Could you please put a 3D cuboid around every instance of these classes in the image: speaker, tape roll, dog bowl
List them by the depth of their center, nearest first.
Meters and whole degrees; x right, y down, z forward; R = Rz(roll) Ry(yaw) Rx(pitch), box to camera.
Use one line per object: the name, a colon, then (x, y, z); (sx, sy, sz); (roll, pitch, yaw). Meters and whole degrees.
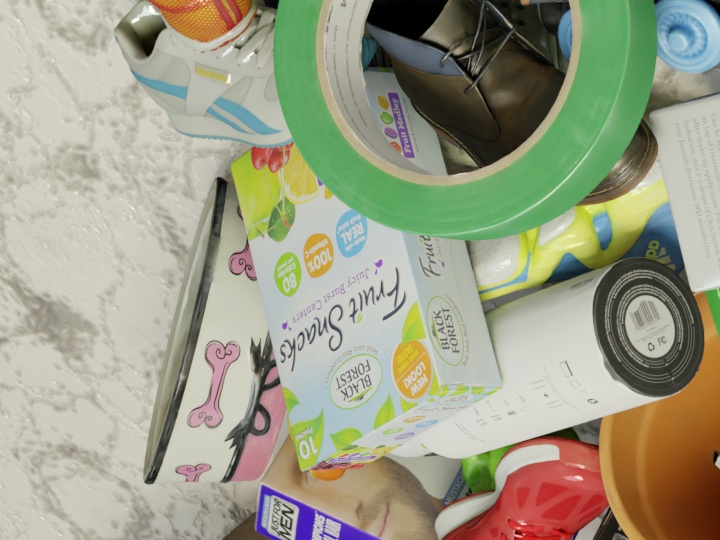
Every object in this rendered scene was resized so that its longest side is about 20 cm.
tape roll: (0.053, -0.117, 1.316); (0.199, 0.048, 0.202); (-1, 88, 26)
speaker: (0.105, 0.054, 1.461); (0.081, 0.081, 0.200); (46, 147, -13)
dog bowl: (-0.081, 0.046, 1.620); (0.073, 0.201, 0.201); (13, 138, -7)

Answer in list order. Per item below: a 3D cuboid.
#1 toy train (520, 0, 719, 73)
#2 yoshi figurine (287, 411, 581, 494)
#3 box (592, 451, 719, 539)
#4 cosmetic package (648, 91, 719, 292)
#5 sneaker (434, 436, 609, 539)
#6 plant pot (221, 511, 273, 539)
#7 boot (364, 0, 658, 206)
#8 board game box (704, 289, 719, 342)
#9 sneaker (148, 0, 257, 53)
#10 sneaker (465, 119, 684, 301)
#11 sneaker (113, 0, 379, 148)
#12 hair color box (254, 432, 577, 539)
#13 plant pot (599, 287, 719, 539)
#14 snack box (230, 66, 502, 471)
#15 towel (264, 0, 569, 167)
toy train: (0.175, -0.168, 1.336); (0.199, 0.087, 0.115); (0, 119, 35)
yoshi figurine: (0.059, 0.107, 1.614); (0.198, 0.113, 0.113); (-5, 112, 10)
box: (0.161, 0.193, 1.585); (0.050, 0.200, 0.158); (25, 138, 8)
cosmetic package: (0.263, -0.061, 1.327); (0.199, 0.071, 0.102); (-12, 94, 25)
sneaker: (0.099, 0.182, 1.537); (0.078, 0.116, 0.200); (16, 152, -12)
plant pot: (-0.057, 0.251, 1.798); (0.199, 0.175, 0.201); (18, 136, 17)
boot: (0.071, -0.098, 1.362); (0.097, 0.075, 0.200); (43, 170, -38)
board game box: (0.279, -0.023, 1.384); (0.199, 0.030, 0.096); (-16, 98, 21)
sneaker: (-0.131, -0.200, 1.472); (0.200, 0.073, 0.077); (32, 159, 40)
sneaker: (0.126, -0.011, 1.481); (0.199, 0.076, 0.105); (-23, 135, 37)
sneaker: (-0.071, -0.124, 1.482); (0.199, 0.077, 0.081); (0, 139, 50)
hair color box: (0.041, 0.159, 1.696); (0.199, 0.110, 0.065); (22, 143, 12)
plant pot: (0.255, 0.111, 1.465); (0.199, 0.201, 0.140); (1, 157, 32)
snack box: (0.000, 0.000, 1.488); (0.142, 0.053, 0.201); (-33, 64, 48)
towel: (0.033, -0.148, 1.486); (0.199, 0.035, 0.194); (14, 131, 25)
